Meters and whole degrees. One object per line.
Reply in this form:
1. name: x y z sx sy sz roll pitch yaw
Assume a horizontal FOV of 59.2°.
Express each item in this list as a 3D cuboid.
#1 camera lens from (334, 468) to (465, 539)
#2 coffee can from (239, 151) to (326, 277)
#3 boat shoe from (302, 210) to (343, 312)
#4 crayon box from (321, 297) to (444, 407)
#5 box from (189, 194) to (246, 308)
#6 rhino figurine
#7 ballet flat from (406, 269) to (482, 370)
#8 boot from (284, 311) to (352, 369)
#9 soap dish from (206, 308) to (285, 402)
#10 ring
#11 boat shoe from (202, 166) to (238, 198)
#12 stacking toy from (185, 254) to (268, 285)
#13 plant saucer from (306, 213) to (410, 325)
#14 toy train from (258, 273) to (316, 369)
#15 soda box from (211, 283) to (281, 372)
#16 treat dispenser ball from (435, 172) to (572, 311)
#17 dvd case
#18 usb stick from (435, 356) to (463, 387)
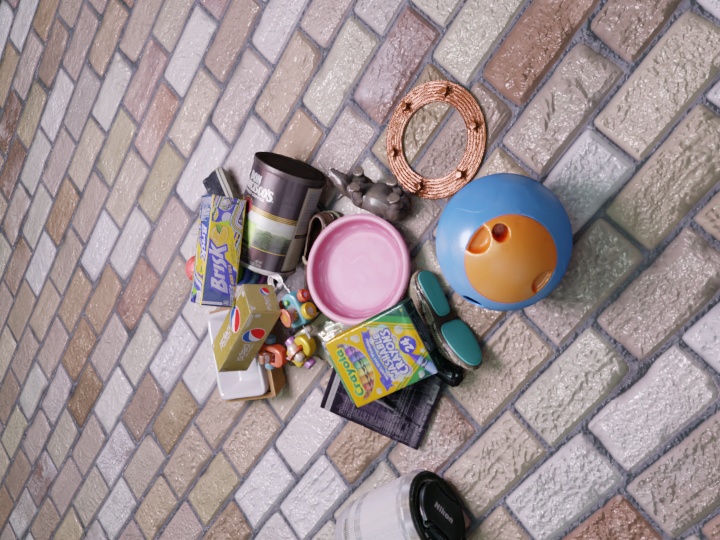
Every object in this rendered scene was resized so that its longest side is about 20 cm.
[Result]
1. camera lens: 0.071 0.451 1.102 0.199 0.159 0.162 -36 73 32
2. coffee can: -0.164 -0.110 1.236 0.145 0.146 0.202 31 111 29
3. boat shoe: -0.088 -0.016 1.231 0.074 0.074 0.206 16 103 33
4. crayon box: 0.027 0.148 1.086 0.198 0.051 0.127 -29 90 26
5. box: -0.265 -0.035 1.179 0.064 0.069 0.204 7 90 57
6. rhino figurine: 0.009 -0.142 1.151 0.198 0.088 0.060 24 73 33
7. ballet flat: 0.139 0.094 1.093 0.202 0.067 0.076 60 144 23
8. boot: -0.058 0.171 1.230 0.200 0.072 0.156 -42 72 30
9. soap dish: -0.243 0.172 1.354 0.156 0.081 0.203 -14 86 35
10. ring: 0.125 -0.226 1.098 0.198 0.019 0.204 3 95 36
11. boat shoe: -0.288 -0.127 1.361 0.062 0.075 0.202 -25 71 4
12. stacking toy: -0.265 -0.006 1.279 0.084 0.199 0.087 -2 87 40
13. plant saucer: 0.000 0.000 1.153 0.197 0.051 0.204 -3 81 21
14. toy train: -0.152 0.117 1.201 0.149 0.055 0.203 21 118 29
15. soda box: -0.221 0.114 1.211 0.201 0.063 0.068 -56 45 40
16. treat dispenser ball: 0.211 -0.042 0.939 0.199 0.200 0.204 3 96 35
17. dvd case: 0.038 0.222 1.150 0.197 0.016 0.151 21 107 7
18. usb stick: 0.099 0.139 1.125 0.199 0.056 0.033 35 81 29
